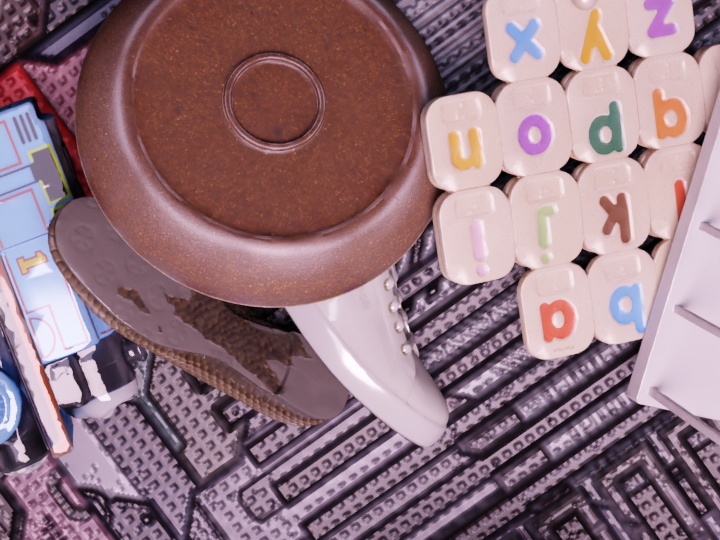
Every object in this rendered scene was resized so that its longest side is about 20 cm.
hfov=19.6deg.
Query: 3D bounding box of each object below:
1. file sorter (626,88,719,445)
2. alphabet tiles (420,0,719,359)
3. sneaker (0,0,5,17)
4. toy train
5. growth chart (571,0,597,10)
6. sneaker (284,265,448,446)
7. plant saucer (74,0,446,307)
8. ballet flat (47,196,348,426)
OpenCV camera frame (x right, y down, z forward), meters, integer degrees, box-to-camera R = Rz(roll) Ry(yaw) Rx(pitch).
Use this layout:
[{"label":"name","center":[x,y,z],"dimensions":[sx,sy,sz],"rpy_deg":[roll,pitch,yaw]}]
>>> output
[{"label":"file sorter","center":[0.250,0.000,1.069],"dimensions":[0.138,0.125,0.201],"rpy_deg":[12,99,-22]},{"label":"alphabet tiles","center":[0.128,-0.059,1.099],"dimensions":[0.199,0.015,0.196],"rpy_deg":[-12,100,-19]},{"label":"sneaker","center":[-0.261,-0.118,1.041],"dimensions":[0.075,0.116,0.200],"rpy_deg":[14,68,36]},{"label":"toy train","center":[-0.189,0.007,1.108],"dimensions":[0.114,0.087,0.201],"rpy_deg":[-20,99,-3]},{"label":"growth chart","center":[0.109,-0.247,1.070],"dimensions":[0.145,0.018,0.200],"rpy_deg":[-34,98,-19]},{"label":"sneaker","center":[0.000,0.000,1.111],"dimensions":[0.085,0.073,0.200],"rpy_deg":[-35,96,8]},{"label":"plant saucer","center":[-0.046,-0.082,1.073],"dimensions":[0.199,0.034,0.201],"rpy_deg":[4,73,-12]},{"label":"ballet flat","center":[-0.090,0.027,1.102],"dimensions":[0.200,0.046,0.068],"rpy_deg":[33,59,-31]}]
